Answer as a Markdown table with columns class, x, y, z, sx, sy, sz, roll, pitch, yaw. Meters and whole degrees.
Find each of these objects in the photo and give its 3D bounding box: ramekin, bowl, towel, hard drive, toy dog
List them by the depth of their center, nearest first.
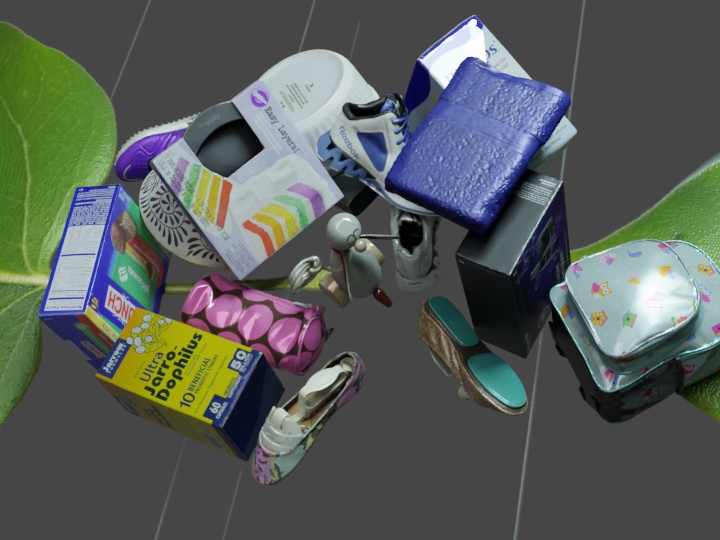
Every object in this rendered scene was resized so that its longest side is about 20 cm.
| class | x | y | z | sx | sy | sz | roll | pitch | yaw |
| --- | --- | --- | --- | --- | --- | --- | --- | --- | --- |
| towel | 0.135 | -0.144 | 1.228 | 0.146 | 0.050 | 0.201 | 26 | 71 | 27 |
| toy dog | 0.000 | 0.000 | 1.357 | 0.096 | 0.200 | 0.133 | 37 | 98 | 13 |
| bowl | -0.198 | -0.111 | 1.460 | 0.198 | 0.095 | 0.203 | 13 | 49 | -15 |
| ramekin | -0.074 | -0.224 | 1.502 | 0.200 | 0.095 | 0.204 | -16 | 46 | 16 |
| hard drive | -0.028 | -0.164 | 1.516 | 0.140 | 0.033 | 0.199 | -46 | 45 | -14 |

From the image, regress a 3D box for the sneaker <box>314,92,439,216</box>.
| class | x | y | z | sx | sy | sz | roll | pitch | yaw |
| --- | --- | --- | --- | --- | --- | --- | --- | --- | --- |
| sneaker | 0.046 | -0.160 | 1.374 | 0.197 | 0.116 | 0.081 | 26 | 35 | 0 |

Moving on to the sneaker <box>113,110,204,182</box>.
| class | x | y | z | sx | sy | sz | roll | pitch | yaw |
| --- | --- | --- | --- | --- | --- | --- | --- | --- | --- |
| sneaker | -0.271 | -0.166 | 1.586 | 0.198 | 0.070 | 0.100 | -22 | 58 | 1 |

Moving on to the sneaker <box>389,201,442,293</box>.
| class | x | y | z | sx | sy | sz | roll | pitch | yaw |
| --- | --- | --- | --- | --- | --- | --- | --- | --- | --- |
| sneaker | 0.071 | -0.072 | 1.430 | 0.074 | 0.081 | 0.202 | -11 | 54 | 10 |

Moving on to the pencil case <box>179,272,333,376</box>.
| class | x | y | z | sx | sy | sz | roll | pitch | yaw |
| --- | --- | --- | --- | --- | --- | --- | --- | --- | --- |
| pencil case | -0.140 | 0.065 | 1.397 | 0.198 | 0.091 | 0.095 | 17 | 102 | 22 |

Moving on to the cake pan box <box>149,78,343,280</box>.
| class | x | y | z | sx | sy | sz | roll | pitch | yaw |
| --- | --- | --- | --- | --- | --- | --- | --- | --- | --- |
| cake pan box | -0.149 | -0.121 | 1.383 | 0.183 | 0.201 | 0.052 | -38 | 13 | -13 |

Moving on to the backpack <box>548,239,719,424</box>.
| class | x | y | z | sx | sy | sz | roll | pitch | yaw |
| --- | --- | --- | --- | --- | --- | --- | --- | --- | --- |
| backpack | 0.337 | 0.054 | 1.240 | 0.197 | 0.154 | 0.177 | -19 | 50 | -5 |

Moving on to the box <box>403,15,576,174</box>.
| class | x | y | z | sx | sy | sz | roll | pitch | yaw |
| --- | --- | --- | --- | --- | --- | --- | --- | --- | --- |
| box | 0.156 | -0.189 | 1.374 | 0.105 | 0.184 | 0.201 | -37 | 81 | -15 |

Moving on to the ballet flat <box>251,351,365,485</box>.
| class | x | y | z | sx | sy | sz | roll | pitch | yaw |
| --- | --- | --- | --- | --- | --- | --- | --- | --- | --- |
| ballet flat | -0.071 | 0.175 | 1.318 | 0.069 | 0.071 | 0.200 | 35 | 73 | 29 |

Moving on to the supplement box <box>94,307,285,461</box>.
| class | x | y | z | sx | sy | sz | roll | pitch | yaw |
| --- | --- | --- | --- | --- | --- | --- | --- | --- | --- |
| supplement box | -0.215 | 0.143 | 1.353 | 0.198 | 0.110 | 0.110 | 17 | 64 | 24 |

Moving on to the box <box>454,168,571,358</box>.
| class | x | y | z | sx | sy | sz | roll | pitch | yaw |
| --- | --- | --- | --- | --- | --- | --- | --- | --- | --- |
| box | 0.190 | -0.008 | 1.284 | 0.078 | 0.201 | 0.142 | 24 | 68 | 27 |

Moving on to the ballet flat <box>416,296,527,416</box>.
| class | x | y | z | sx | sy | sz | roll | pitch | yaw |
| --- | --- | --- | --- | --- | --- | --- | --- | --- | --- |
| ballet flat | 0.133 | 0.118 | 1.308 | 0.070 | 0.066 | 0.201 | -4 | 43 | -34 |

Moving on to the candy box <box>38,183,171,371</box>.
| class | x | y | z | sx | sy | sz | roll | pitch | yaw |
| --- | --- | --- | --- | --- | --- | --- | --- | --- | --- |
| candy box | -0.336 | 0.015 | 1.430 | 0.076 | 0.170 | 0.203 | -3 | 58 | 18 |
